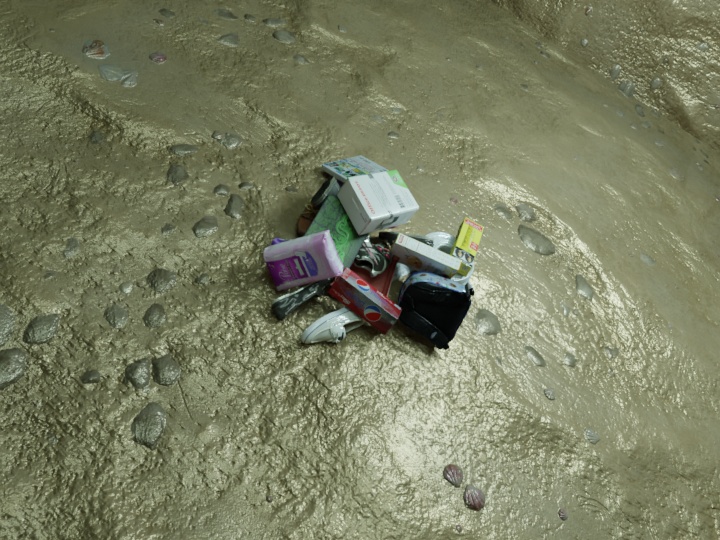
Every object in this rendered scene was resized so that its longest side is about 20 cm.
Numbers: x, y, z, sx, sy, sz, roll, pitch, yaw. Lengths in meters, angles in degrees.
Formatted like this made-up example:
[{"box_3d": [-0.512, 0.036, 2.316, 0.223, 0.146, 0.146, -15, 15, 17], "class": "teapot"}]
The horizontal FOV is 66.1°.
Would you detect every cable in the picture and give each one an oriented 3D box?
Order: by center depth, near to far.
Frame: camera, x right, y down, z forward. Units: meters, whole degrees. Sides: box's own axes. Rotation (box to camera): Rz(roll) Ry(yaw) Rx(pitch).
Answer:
[{"box_3d": [0.263, -0.030, 1.755, 0.196, 0.070, 0.203, 2, 56, -22], "class": "cable"}]

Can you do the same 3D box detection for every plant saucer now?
[{"box_3d": [0.000, 0.000, 1.646, 0.196, 0.037, 0.202, 19, 51, 1], "class": "plant saucer"}]

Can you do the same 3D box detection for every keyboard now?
[{"box_3d": [0.109, -0.002, 1.716, 0.198, 0.011, 0.057, -25, 68, -33], "class": "keyboard"}]

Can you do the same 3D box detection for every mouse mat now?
[{"box_3d": [-0.068, -0.100, 1.575, 0.160, 0.008, 0.202, 33, 69, -10], "class": "mouse mat"}]

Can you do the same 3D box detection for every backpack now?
[{"box_3d": [0.200, 0.092, 1.574, 0.187, 0.203, 0.155, 20, 19, -10], "class": "backpack"}]

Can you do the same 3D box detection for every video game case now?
[{"box_3d": [-0.001, -0.324, 1.841, 0.180, 0.022, 0.199, -21, 43, -37], "class": "video game case"}]

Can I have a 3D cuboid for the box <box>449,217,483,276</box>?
[{"box_3d": [0.330, -0.076, 1.740, 0.074, 0.050, 0.201, 28, 47, 0], "class": "box"}]

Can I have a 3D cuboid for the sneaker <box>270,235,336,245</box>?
[{"box_3d": [-0.161, -0.078, 1.600, 0.196, 0.085, 0.081, 5, 33, -2], "class": "sneaker"}]

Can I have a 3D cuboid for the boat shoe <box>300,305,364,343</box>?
[{"box_3d": [-0.069, 0.159, 1.497, 0.198, 0.071, 0.070, -22, 63, -40], "class": "boat shoe"}]

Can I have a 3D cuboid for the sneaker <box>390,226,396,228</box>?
[{"box_3d": [0.066, -0.204, 1.757, 0.086, 0.075, 0.199, -16, 43, -39], "class": "sneaker"}]

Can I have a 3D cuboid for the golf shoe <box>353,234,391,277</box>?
[{"box_3d": [-0.002, -0.065, 1.625, 0.199, 0.078, 0.088, 37, 59, 14], "class": "golf shoe"}]

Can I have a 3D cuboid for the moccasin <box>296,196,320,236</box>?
[{"box_3d": [-0.137, -0.182, 1.704, 0.073, 0.078, 0.202, 31, 51, 3], "class": "moccasin"}]

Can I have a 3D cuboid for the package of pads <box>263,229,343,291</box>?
[{"box_3d": [-0.154, -0.028, 1.496, 0.196, 0.122, 0.076, -13, 24, 19], "class": "package of pads"}]

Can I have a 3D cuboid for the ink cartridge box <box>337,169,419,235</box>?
[{"box_3d": [0.051, -0.201, 1.614, 0.198, 0.084, 0.147, -16, 70, -38], "class": "ink cartridge box"}]

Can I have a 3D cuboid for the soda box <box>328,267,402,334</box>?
[{"box_3d": [0.013, 0.083, 1.520, 0.199, 0.070, 0.064, 37, 30, -1], "class": "soda box"}]

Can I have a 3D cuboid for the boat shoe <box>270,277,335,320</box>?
[{"box_3d": [-0.150, 0.073, 1.522, 0.197, 0.067, 0.058, -26, 85, -20], "class": "boat shoe"}]

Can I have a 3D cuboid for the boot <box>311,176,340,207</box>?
[{"box_3d": [-0.051, -0.176, 1.686, 0.201, 0.072, 0.183, 55, 32, -17], "class": "boot"}]

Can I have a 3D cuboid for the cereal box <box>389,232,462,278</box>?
[{"box_3d": [0.182, -0.033, 1.609, 0.197, 0.144, 0.040, 23, 73, 1], "class": "cereal box"}]

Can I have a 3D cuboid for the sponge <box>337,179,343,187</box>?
[{"box_3d": [0.014, -0.278, 1.864, 0.196, 0.030, 0.113, -8, 60, -26], "class": "sponge"}]

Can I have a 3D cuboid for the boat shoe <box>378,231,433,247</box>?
[{"box_3d": [0.134, -0.084, 1.703, 0.066, 0.197, 0.058, 10, 90, -54], "class": "boat shoe"}]
